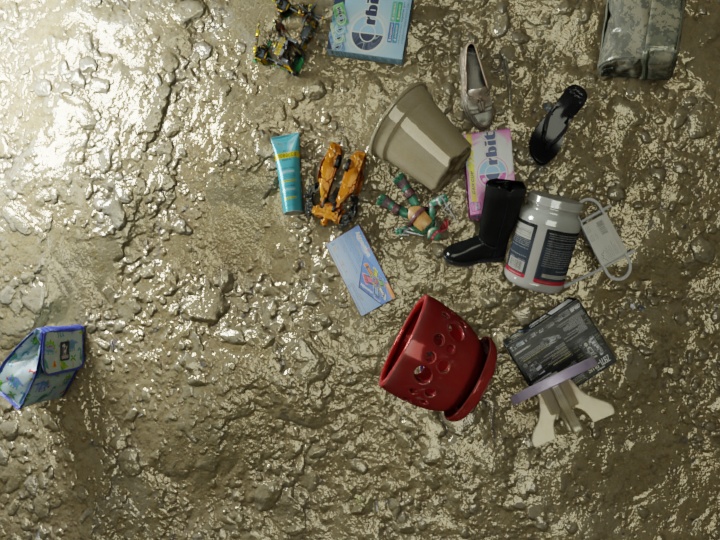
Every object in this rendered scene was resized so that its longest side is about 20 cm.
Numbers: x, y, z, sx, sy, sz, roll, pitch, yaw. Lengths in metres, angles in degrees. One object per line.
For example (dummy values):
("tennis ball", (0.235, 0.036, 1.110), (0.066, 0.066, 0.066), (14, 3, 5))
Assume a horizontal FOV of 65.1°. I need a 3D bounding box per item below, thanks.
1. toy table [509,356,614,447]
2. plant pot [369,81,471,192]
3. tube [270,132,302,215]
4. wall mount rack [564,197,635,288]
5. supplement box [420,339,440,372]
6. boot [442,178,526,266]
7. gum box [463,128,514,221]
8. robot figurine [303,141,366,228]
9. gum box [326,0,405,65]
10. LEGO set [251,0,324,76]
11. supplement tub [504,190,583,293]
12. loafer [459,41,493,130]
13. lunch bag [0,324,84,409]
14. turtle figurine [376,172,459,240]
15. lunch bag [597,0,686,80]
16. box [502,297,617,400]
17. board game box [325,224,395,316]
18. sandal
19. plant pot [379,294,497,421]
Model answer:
("toy table", (0.429, 0.280, 1.194), (0.197, 0.183, 0.120), (-30, 70, 19))
("plant pot", (0.150, -0.288, 1.294), (0.183, 0.200, 0.201), (43, 95, 12))
("tube", (-0.181, -0.245, 1.433), (0.075, 0.050, 0.207), (-7, 83, 1))
("wall mount rack", (0.531, -0.056, 1.313), (0.170, 0.075, 0.204), (-27, 85, 4))
("supplement box", (0.189, 0.197, 1.294), (0.100, 0.200, 0.105), (-4, 90, 7))
("boot", (0.279, -0.109, 1.282), (0.160, 0.204, 0.067), (-7, 45, -15))
("gum box", (0.307, -0.224, 1.346), (0.110, 0.066, 0.207), (-5, 89, 7))
("robot figurine", (-0.058, -0.206, 1.405), (0.141, 0.058, 0.206), (20, 92, 8))
("gum box", (0.025, -0.615, 1.402), (0.194, 0.045, 0.176), (10, 91, 8))
("LEGO set", (-0.190, -0.591, 1.396), (0.152, 0.116, 0.203), (35, 94, 7))
("supplement tub", (0.413, -0.064, 1.273), (0.136, 0.140, 0.206), (14, 107, 8))
("loafer", (0.275, -0.443, 1.354), (0.070, 0.063, 0.207), (-12, 88, 7))
("lunch bag", (-0.812, 0.235, 1.457), (0.125, 0.170, 0.204), (28, 92, 7))
("turtle figurine", (0.137, -0.131, 1.356), (0.149, 0.101, 0.200), (-42, 69, -7))
("lunch bag", (0.628, -0.540, 1.266), (0.163, 0.139, 0.207), (9, 88, 25))
("box", (0.458, 0.187, 1.311), (0.198, 0.086, 0.166), (-34, 85, 7))
("board game box", (0.000, 0.000, 1.414), (0.101, 0.019, 0.204), (-28, 86, 9))
("sandal", (0.464, -0.350, 1.336), (0.075, 0.043, 0.204), (29, 94, 8))
("plant pot", (0.153, 0.180, 1.103), (0.180, 0.200, 0.204), (31, 94, -1))
